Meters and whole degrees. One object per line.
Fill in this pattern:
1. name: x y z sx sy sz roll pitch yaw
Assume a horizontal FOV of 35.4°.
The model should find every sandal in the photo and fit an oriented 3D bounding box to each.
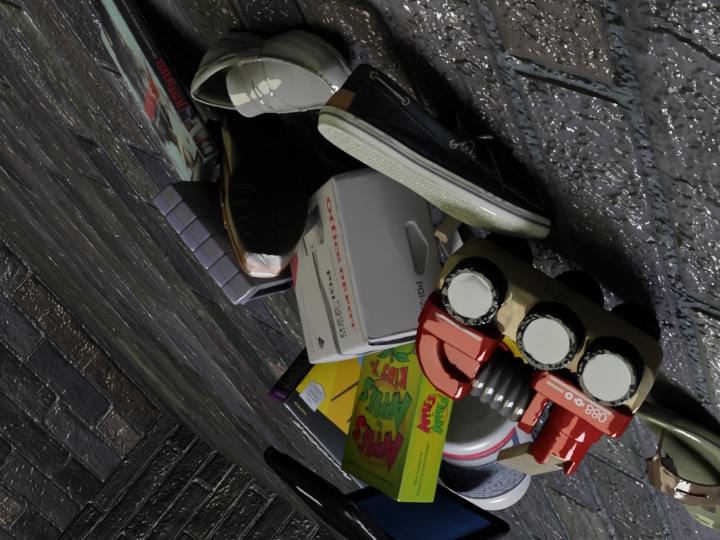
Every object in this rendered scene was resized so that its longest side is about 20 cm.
1. sandal: 0.287 0.182 0.989 0.079 0.058 0.202 21 154 47

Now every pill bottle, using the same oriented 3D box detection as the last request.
1. pill bottle: 0.127 0.178 1.214 0.119 0.120 0.201 29 159 31

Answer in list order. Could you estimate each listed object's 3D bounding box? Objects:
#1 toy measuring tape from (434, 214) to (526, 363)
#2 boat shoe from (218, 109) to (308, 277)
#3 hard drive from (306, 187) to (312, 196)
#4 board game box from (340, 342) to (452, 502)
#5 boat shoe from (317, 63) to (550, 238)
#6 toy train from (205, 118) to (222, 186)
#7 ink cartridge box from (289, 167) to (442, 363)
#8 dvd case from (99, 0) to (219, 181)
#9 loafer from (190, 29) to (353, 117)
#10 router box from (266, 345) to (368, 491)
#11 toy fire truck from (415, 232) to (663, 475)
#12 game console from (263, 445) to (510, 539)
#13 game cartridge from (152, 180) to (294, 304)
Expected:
1. toy measuring tape: 0.118 0.028 0.961 0.073 0.074 0.201 27 159 35
2. boat shoe: -0.092 -0.064 1.019 0.074 0.202 0.075 7 133 -15
3. hard drive: -0.046 -0.028 1.233 0.200 0.033 0.139 46 162 -16
4. board game box: 0.045 0.114 1.115 0.047 0.204 0.101 10 -177 -36
5. boat shoe: 0.063 -0.083 0.824 0.198 0.063 0.074 30 170 -16
6. toy train: -0.116 -0.086 1.120 0.045 0.034 0.201 12 -145 -39
7. ink cartridge box: 0.000 0.000 1.011 0.200 0.083 0.148 153 106 -70
8. dvd case: -0.201 -0.178 1.114 0.202 0.022 0.146 59 164 3
9. loafer: -0.074 -0.154 0.924 0.199 0.070 0.070 15 150 54
10. router box: -0.005 0.166 1.418 0.051 0.150 0.201 15 150 55
11. toy fire truck: 0.123 0.091 0.892 0.174 0.129 0.202 30 118 12
12. game console: 0.022 0.224 1.152 0.176 0.117 0.199 50 163 -25
13. game cartridge: -0.123 -0.031 1.104 0.130 0.038 0.200 47 -168 7
